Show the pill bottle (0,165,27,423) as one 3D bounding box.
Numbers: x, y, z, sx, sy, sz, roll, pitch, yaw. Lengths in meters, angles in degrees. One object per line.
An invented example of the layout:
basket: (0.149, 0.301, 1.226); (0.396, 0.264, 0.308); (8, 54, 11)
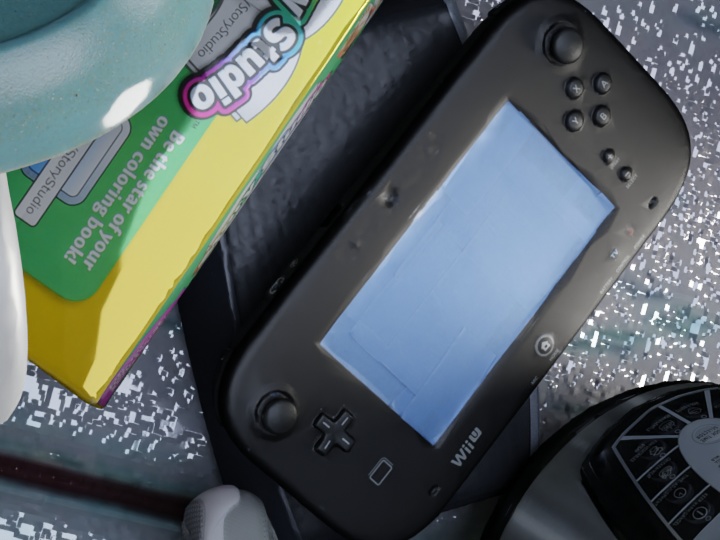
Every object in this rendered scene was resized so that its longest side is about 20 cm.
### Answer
pill bottle: (-0.204, 0.005, 0.673); (0.199, 0.113, 0.114); (-9, 98, -19)

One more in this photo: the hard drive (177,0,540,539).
hard drive: (0.000, 0.000, 0.870); (0.134, 0.042, 0.202); (-14, 100, -18)

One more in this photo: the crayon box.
crayon box: (-0.102, -0.084, 0.794); (0.172, 0.058, 0.201); (35, 84, -1)

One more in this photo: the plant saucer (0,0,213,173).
plant saucer: (-0.140, -0.106, 0.692); (0.199, 0.201, 0.028); (-8, 140, -19)

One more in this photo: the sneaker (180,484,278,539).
sneaker: (-0.008, 0.158, 0.865); (0.082, 0.075, 0.201); (-23, 114, -3)

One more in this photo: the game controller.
game controller: (0.035, 0.000, 0.838); (0.104, 0.042, 0.200); (41, 82, -18)

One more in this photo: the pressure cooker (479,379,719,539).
pressure cooker: (0.155, 0.145, 0.841); (0.178, 0.200, 0.177); (21, 95, -35)
